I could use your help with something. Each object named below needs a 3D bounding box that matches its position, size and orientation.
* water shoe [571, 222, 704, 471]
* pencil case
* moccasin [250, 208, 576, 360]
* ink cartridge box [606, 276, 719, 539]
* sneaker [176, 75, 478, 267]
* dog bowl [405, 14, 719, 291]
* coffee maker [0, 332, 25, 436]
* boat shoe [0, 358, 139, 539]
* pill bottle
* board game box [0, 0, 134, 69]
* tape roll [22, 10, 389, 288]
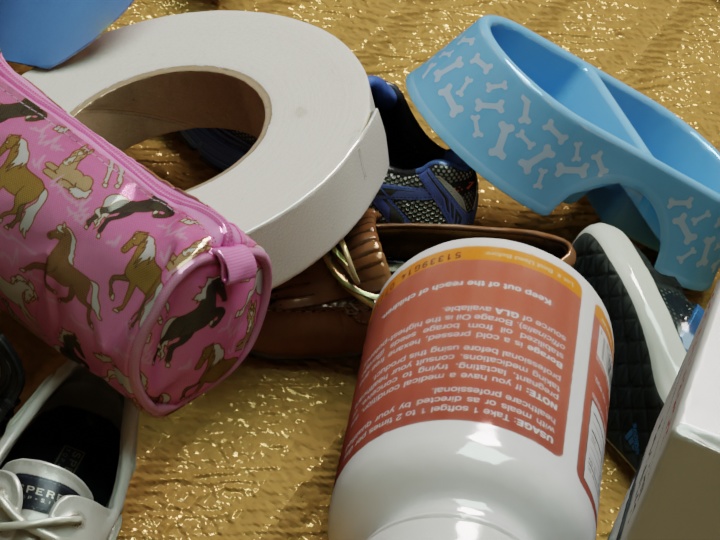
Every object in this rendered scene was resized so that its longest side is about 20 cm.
[{"bbox_3d":[0.159,0.062,1.321,0.079,0.072,0.200,-5,53,-32],"label":"water shoe"},{"bbox_3d":[-0.125,-0.021,1.191,0.083,0.087,0.200,-39,56,-23],"label":"pencil case"},{"bbox_3d":[0.000,0.001,1.312,0.201,0.078,0.074,7,40,-6],"label":"moccasin"},{"bbox_3d":[0.146,0.107,1.142,0.083,0.200,0.147,22,37,4],"label":"ink cartridge box"},{"bbox_3d":[-0.015,-0.072,1.402,0.200,0.079,0.075,34,39,19],"label":"sneaker"},{"bbox_3d":[0.114,-0.061,1.404,0.200,0.050,0.112,26,22,-34],"label":"dog bowl"},{"bbox_3d":[-0.258,0.027,1.127,0.192,0.135,0.200,29,38,12],"label":"coffee maker"},{"bbox_3d":[-0.130,0.105,1.138,0.072,0.066,0.200,22,37,4],"label":"boat shoe"},{"bbox_3d":[0.046,0.085,1.202,0.112,0.112,0.200,17,37,-2],"label":"pill bottle"},{"bbox_3d":[-0.170,-0.175,1.415,0.200,0.158,0.039,12,-13,26],"label":"board game box"},{"bbox_3d":[-0.088,-0.050,1.309,0.202,0.037,0.203,-9,37,7],"label":"tape roll"}]
